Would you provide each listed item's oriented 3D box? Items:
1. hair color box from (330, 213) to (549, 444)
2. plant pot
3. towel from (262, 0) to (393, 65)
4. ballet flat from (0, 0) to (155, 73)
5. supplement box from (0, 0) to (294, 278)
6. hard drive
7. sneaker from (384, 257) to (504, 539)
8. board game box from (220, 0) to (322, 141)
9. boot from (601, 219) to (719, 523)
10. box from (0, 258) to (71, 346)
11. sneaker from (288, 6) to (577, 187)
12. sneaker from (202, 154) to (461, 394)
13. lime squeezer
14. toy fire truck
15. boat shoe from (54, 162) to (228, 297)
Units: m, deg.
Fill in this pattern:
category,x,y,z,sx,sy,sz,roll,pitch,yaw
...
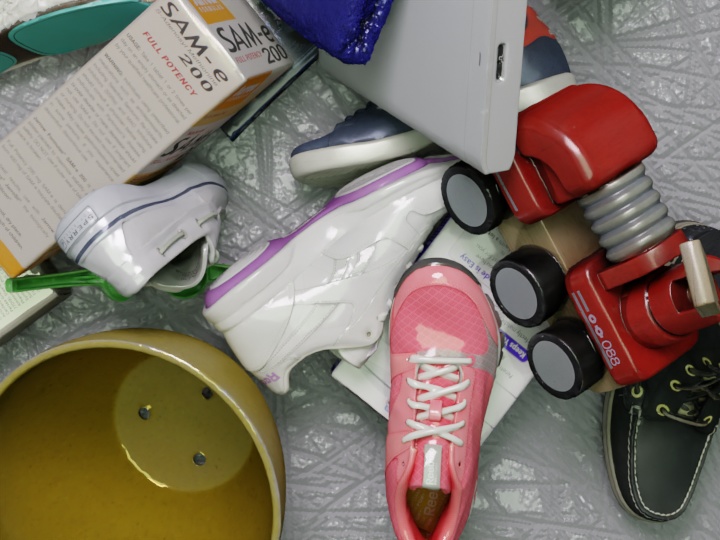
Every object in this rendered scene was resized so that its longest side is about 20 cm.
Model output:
category,x,y,z,sx,sy,sz,roll,pitch,yaw
hair color box,0.081,0.023,1.125,0.109,0.065,0.201,38,88,-2
plant pot,-0.129,0.118,1.070,0.198,0.142,0.202,3,107,11
towel,-0.033,-0.231,1.022,0.049,0.200,0.149,-6,126,-38
ballet flat,-0.230,-0.165,1.098,0.198,0.072,0.072,-21,91,15
supplement box,-0.148,-0.091,1.063,0.199,0.126,0.074,-38,92,17
hard drive,0.033,-0.155,1.019,0.026,0.200,0.133,-11,119,-27
sneaker,0.051,0.093,1.035,0.073,0.087,0.202,2,112,3
board game box,-0.106,-0.207,1.131,0.135,0.035,0.200,-43,92,0
boot,0.222,0.069,1.080,0.073,0.154,0.206,11,89,-15
box,-0.295,0.042,1.114,0.199,0.068,0.083,-35,91,0
sneaker,0.040,-0.118,1.122,0.198,0.075,0.085,-18,83,-6
sneaker,0.000,0.000,1.080,0.199,0.075,0.100,-34,99,-5
lime squeezer,-0.136,0.007,1.110,0.198,0.071,0.038,-1,113,-18
toy fire truck,0.151,-0.023,0.978,0.128,0.200,0.177,-29,93,-34
boat shoe,-0.123,-0.016,1.045,0.074,0.200,0.067,-43,84,20
